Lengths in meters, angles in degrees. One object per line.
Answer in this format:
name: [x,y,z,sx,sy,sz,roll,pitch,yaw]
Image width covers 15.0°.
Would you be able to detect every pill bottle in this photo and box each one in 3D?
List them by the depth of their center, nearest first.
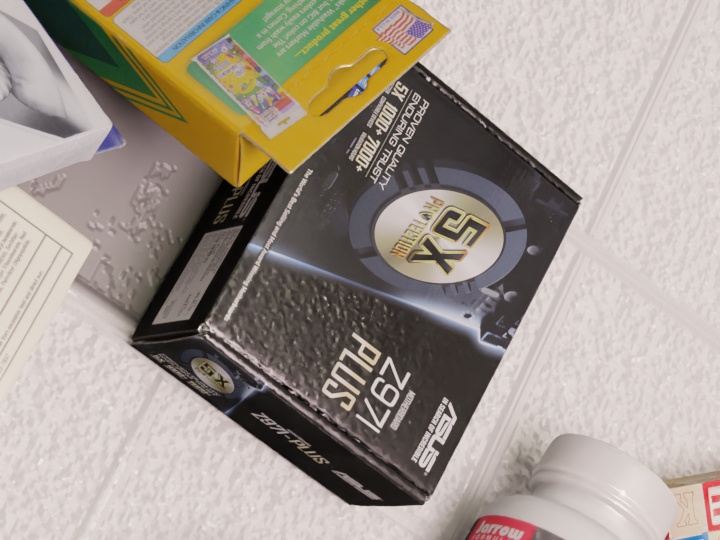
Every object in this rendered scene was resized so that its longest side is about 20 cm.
pill bottle: [0.093,0.193,1.494,0.111,0.111,0.201,41,67,-21]

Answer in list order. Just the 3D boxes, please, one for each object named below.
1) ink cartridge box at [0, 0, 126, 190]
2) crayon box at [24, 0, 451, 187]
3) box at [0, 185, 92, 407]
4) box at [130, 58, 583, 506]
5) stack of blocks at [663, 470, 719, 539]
ink cartridge box: [-0.206,-0.129,1.305,0.200,0.041,0.200,54,29,5]
crayon box: [-0.069,-0.131,1.405,0.200,0.052,0.126,39,62,18]
box: [-0.253,-0.011,1.312,0.200,0.109,0.128,37,68,-22]
box: [0.000,0.000,1.472,0.164,0.086,0.201,38,68,-22]
stack of blocks: [0.247,0.172,1.616,0.199,0.058,0.116,-8,89,-31]
